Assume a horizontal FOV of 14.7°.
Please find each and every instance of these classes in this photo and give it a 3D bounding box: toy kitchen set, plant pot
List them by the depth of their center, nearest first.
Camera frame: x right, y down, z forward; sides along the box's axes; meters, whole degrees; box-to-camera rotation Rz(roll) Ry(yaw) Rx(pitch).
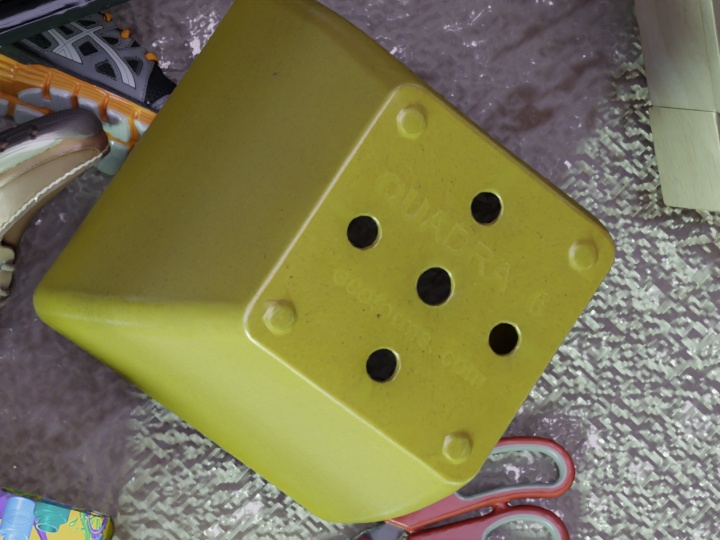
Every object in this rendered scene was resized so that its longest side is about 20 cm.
[{"bbox_3d":[0.000,0.000,1.301,0.200,0.176,0.200,37,82,-20],"label":"plant pot"},{"bbox_3d":[0.143,-0.162,1.426,0.163,0.180,0.200,-38,125,-43],"label":"toy kitchen set"}]

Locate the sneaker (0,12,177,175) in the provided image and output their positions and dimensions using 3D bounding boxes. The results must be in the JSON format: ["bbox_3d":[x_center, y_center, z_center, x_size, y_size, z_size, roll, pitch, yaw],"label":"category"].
[{"bbox_3d":[-0.148,-0.108,1.391,0.200,0.078,0.077,25,66,-5],"label":"sneaker"}]

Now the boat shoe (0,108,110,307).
[{"bbox_3d":[-0.197,-0.009,1.361,0.200,0.076,0.072,-32,100,19],"label":"boat shoe"}]

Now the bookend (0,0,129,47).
[{"bbox_3d":[-0.210,-0.198,1.278,0.200,0.092,0.199,-20,115,-11],"label":"bookend"}]

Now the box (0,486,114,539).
[{"bbox_3d":[-0.237,0.185,1.320,0.200,0.122,0.193,16,82,-2],"label":"box"}]

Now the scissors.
[{"bbox_3d":[0.011,0.129,1.399,0.200,0.014,0.073,-7,85,-3],"label":"scissors"}]
